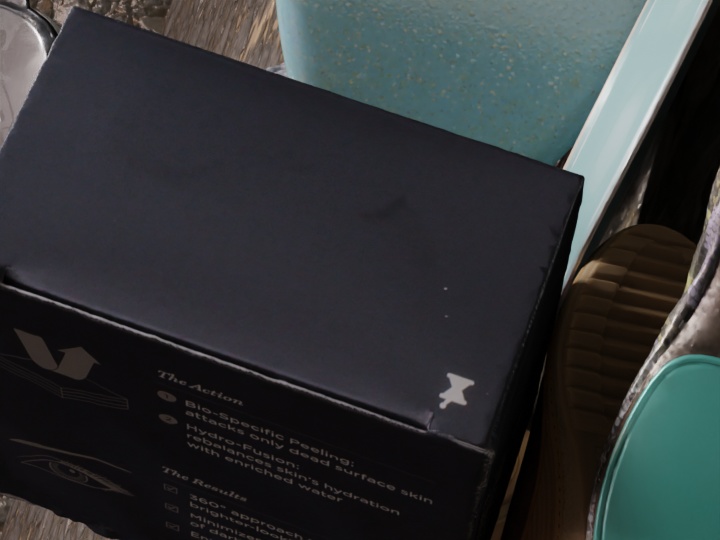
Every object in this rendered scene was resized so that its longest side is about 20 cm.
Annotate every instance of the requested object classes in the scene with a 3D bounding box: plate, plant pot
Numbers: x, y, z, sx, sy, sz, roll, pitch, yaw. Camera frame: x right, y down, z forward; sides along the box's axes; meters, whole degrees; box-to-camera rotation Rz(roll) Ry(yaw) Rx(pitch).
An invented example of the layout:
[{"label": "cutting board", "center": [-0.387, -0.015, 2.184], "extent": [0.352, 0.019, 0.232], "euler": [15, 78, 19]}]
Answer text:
[{"label": "plate", "center": [0.108, -0.064, 1.023], "extent": [0.201, 0.026, 0.200], "euler": [-62, -6, -12]}, {"label": "plant pot", "center": [0.048, -0.155, 1.157], "extent": [0.196, 0.195, 0.201], "euler": [-99, 25, -80]}]

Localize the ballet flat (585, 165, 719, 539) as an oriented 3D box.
[{"label": "ballet flat", "center": [0.134, 0.025, 0.861], "extent": [0.072, 0.072, 0.201], "euler": [-127, 56, -75]}]

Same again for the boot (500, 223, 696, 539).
[{"label": "boot", "center": [0.073, 0.096, 0.977], "extent": [0.166, 0.072, 0.201], "euler": [125, 161, -57]}]

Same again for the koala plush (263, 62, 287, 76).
[{"label": "koala plush", "center": [0.000, 0.000, 1.262], "extent": [0.178, 0.183, 0.200], "euler": [-66, 25, 24]}]

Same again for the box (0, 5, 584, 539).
[{"label": "box", "center": [-0.034, 0.028, 0.950], "extent": [0.200, 0.196, 0.118], "euler": [95, -165, -63]}]

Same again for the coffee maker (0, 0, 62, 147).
[{"label": "coffee maker", "center": [-0.111, -0.005, 1.142], "extent": [0.134, 0.200, 0.193], "euler": [-10, 73, 42]}]

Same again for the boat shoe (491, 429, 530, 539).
[{"label": "boat shoe", "center": [0.028, 0.124, 1.159], "extent": [0.200, 0.065, 0.072], "euler": [-27, 20, 48]}]
